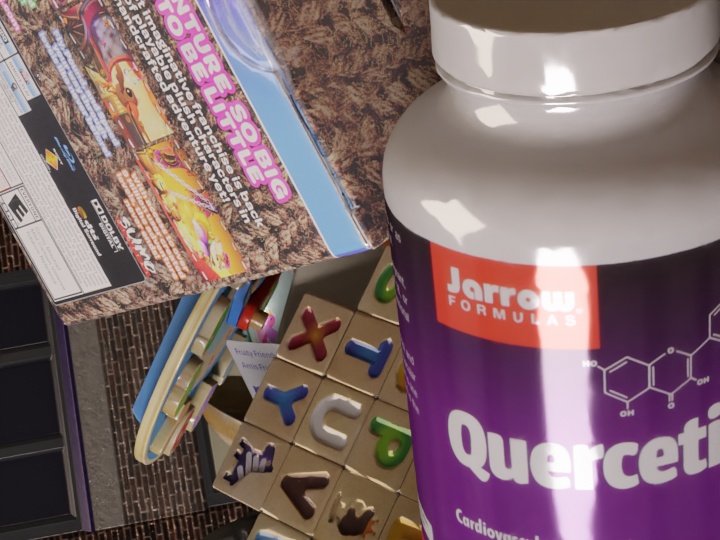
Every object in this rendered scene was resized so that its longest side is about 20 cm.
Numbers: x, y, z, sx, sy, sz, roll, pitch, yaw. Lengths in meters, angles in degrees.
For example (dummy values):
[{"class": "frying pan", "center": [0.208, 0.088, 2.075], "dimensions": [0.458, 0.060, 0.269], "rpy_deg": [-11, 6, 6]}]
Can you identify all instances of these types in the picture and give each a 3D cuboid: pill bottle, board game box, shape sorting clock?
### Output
[{"class": "pill bottle", "center": [0.066, 0.013, 0.485], "dimensions": [0.113, 0.112, 0.201], "rpy_deg": [-110, 11, -62]}, {"class": "board game box", "center": [-0.061, -0.083, 0.584], "dimensions": [0.200, 0.097, 0.160], "rpy_deg": [-12, 109, 51]}, {"class": "shape sorting clock", "center": [-0.072, 0.022, 0.947], "dimensions": [0.200, 0.039, 0.201], "rpy_deg": [25, -90, -86]}]

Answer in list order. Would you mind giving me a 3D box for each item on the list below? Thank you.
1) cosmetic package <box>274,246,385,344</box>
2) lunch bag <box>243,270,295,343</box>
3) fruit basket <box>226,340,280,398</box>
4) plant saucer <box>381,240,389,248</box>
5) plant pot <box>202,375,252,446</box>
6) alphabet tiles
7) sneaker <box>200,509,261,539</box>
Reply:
[{"class": "cosmetic package", "center": [0.000, 0.000, 0.950], "dimensions": [0.105, 0.071, 0.201], "rpy_deg": [-74, 1, -58]}, {"class": "lunch bag", "center": [-0.015, -0.026, 1.082], "dimensions": [0.077, 0.160, 0.201], "rpy_deg": [-100, -4, -72]}, {"class": "fruit basket", "center": [0.023, 0.128, 0.862], "dimensions": [0.185, 0.094, 0.200], "rpy_deg": [4, 130, 44]}, {"class": "plant saucer", "center": [-0.003, -0.056, 0.761], "dimensions": [0.038, 0.200, 0.200], "rpy_deg": [-61, -3, -12]}, {"class": "plant pot", "center": [-0.012, 0.110, 1.069], "dimensions": [0.200, 0.199, 0.028], "rpy_deg": [-129, 55, -80]}, {"class": "alphabet tiles", "center": [0.024, 0.079, 0.706], "dimensions": [0.006, 0.200, 0.167], "rpy_deg": [35, -101, -48]}, {"class": "sneaker", "center": [0.006, 0.112, 0.778], "dimensions": [0.076, 0.199, 0.079], "rpy_deg": [67, -163, -3]}]
